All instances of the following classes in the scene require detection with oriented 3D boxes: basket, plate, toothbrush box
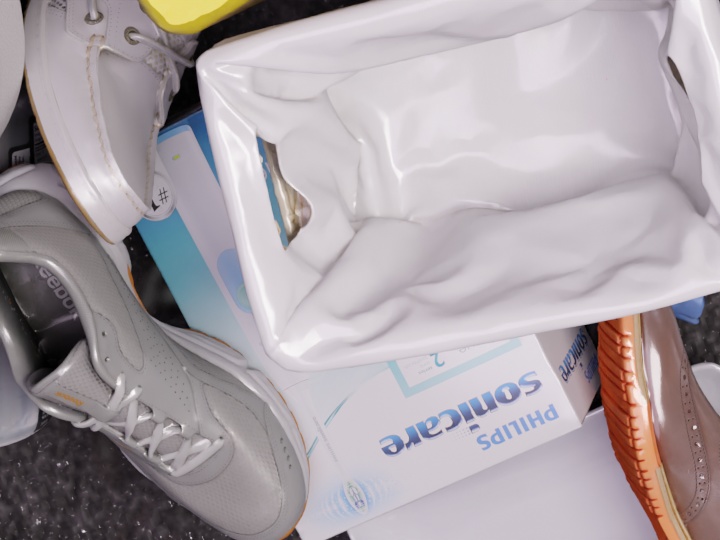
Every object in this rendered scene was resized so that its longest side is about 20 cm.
[{"bbox_3d":[0.053,-0.052,0.963,0.199,0.123,0.136,-12,100,13],"label":"basket"},{"bbox_3d":[0.120,0.161,1.136,0.199,0.032,0.200,-24,97,19],"label":"plate"},{"bbox_3d":[0.000,0.000,1.097,0.146,0.085,0.201,-24,99,19],"label":"toothbrush box"}]

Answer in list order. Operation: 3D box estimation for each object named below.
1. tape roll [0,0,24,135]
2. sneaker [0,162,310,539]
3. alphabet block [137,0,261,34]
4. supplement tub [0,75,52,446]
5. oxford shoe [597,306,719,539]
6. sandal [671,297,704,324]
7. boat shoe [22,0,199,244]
[{"bbox_3d":[-0.237,-0.101,0.999,0.201,0.037,0.204,5,120,9],"label":"tape roll"},{"bbox_3d":[-0.103,0.051,1.041,0.076,0.092,0.200,-39,100,22],"label":"sneaker"},{"bbox_3d":[-0.030,-0.225,0.971,0.196,0.200,0.196,-32,96,11],"label":"alphabet block"},{"bbox_3d":[-0.201,-0.025,1.121,0.122,0.123,0.201,3,105,13],"label":"supplement tub"},{"bbox_3d":[0.154,0.089,1.067,0.072,0.071,0.201,-18,105,-1],"label":"oxford shoe"},{"bbox_3d":[0.131,-0.054,1.056,0.087,0.079,0.201,-33,93,23],"label":"sandal"},{"bbox_3d":[-0.103,-0.102,1.053,0.069,0.201,0.071,-18,142,10],"label":"boat shoe"}]
